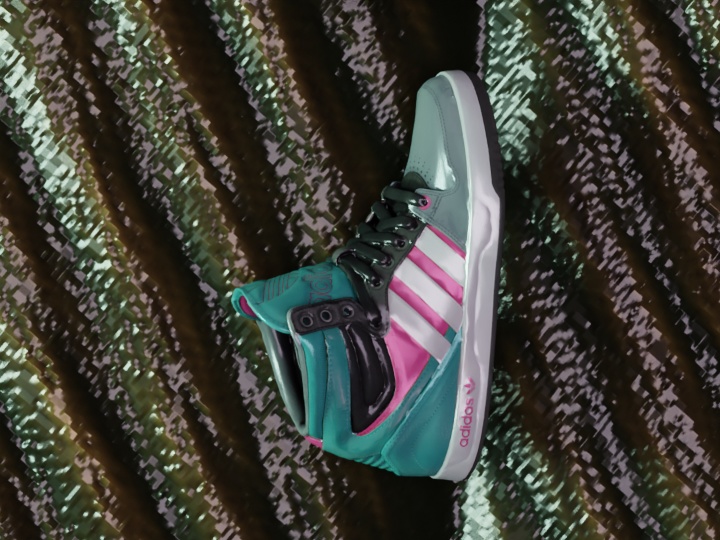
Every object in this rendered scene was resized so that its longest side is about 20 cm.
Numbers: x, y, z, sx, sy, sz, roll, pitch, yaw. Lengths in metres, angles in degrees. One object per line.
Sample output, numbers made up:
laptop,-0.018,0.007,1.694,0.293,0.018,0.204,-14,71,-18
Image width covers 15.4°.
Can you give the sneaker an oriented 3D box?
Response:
sneaker,0.000,0.000,1.293,0.121,0.084,0.200,3,89,-16
